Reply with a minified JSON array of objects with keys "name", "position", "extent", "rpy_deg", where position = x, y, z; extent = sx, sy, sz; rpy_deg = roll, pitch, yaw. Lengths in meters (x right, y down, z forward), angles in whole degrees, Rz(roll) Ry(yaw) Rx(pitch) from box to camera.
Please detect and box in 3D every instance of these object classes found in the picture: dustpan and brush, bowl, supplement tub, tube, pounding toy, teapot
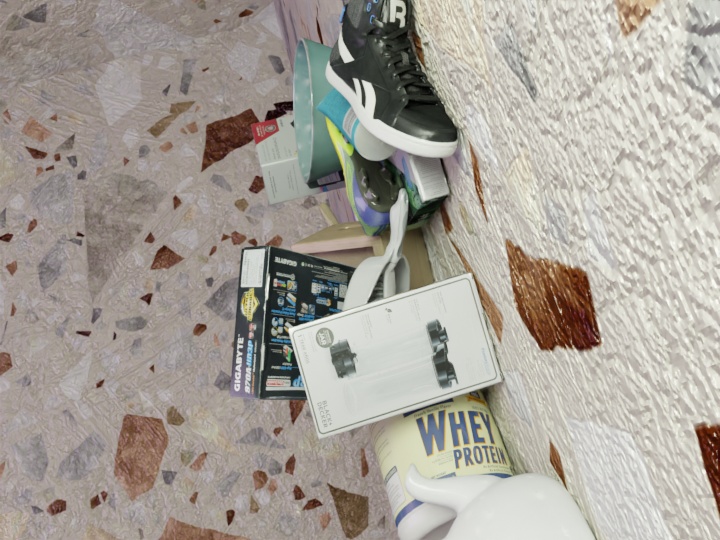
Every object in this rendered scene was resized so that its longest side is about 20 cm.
[{"name":"dustpan and brush","position":[0.028,0.006,0.833],"extent":[0.139,0.056,0.204],"rpy_deg":[-25,-62,-58]},{"name":"bowl","position":[-0.036,-0.231,1.060],"extent":[0.201,0.103,0.205],"rpy_deg":[177,90,-77]},{"name":"supplement tub","position":[0.087,0.198,0.827],"extent":[0.146,0.142,0.202],"rpy_deg":[80,173,-54]},{"name":"tube","position":[-0.006,-0.181,0.813],"extent":[0.050,0.077,0.201],"rpy_deg":[46,-170,-31]},{"name":"pounding toy","position":[0.000,0.000,1.021],"extent":[0.141,0.197,0.188],"rpy_deg":[-29,-71,-50]},{"name":"teapot","position":[0.125,0.282,0.613],"extent":[0.200,0.143,0.201],"rpy_deg":[-122,17,-73]}]

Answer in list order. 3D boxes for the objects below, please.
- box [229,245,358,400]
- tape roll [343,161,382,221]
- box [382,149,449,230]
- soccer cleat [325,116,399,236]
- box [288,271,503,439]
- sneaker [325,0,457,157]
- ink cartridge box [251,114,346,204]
[{"name":"box","position":[-0.059,0.067,0.839],"extent":[0.199,0.045,0.163],"rpy_deg":[13,-102,-53]},{"name":"tape roll","position":[0.025,-0.094,1.167],"extent":[0.200,0.064,0.204],"rpy_deg":[165,91,-87]},{"name":"box","position":[0.053,-0.132,0.840],"extent":[0.200,0.036,0.147],"rpy_deg":[103,152,-84]},{"name":"soccer cleat","position":[-0.006,-0.133,0.899],"extent":[0.084,0.063,0.203],"rpy_deg":[113,144,-52]},{"name":"box","position":[0.035,0.086,0.755],"extent":[0.060,0.196,0.119],"rpy_deg":[122,130,-86]},{"name":"sneaker","position":[0.031,-0.196,0.675],"extent":[0.200,0.072,0.113],"rpy_deg":[49,135,40]},{"name":"ink cartridge box","position":[-0.080,-0.209,1.272],"extent":[0.147,0.196,0.084],"rpy_deg":[-111,9,-48]}]
